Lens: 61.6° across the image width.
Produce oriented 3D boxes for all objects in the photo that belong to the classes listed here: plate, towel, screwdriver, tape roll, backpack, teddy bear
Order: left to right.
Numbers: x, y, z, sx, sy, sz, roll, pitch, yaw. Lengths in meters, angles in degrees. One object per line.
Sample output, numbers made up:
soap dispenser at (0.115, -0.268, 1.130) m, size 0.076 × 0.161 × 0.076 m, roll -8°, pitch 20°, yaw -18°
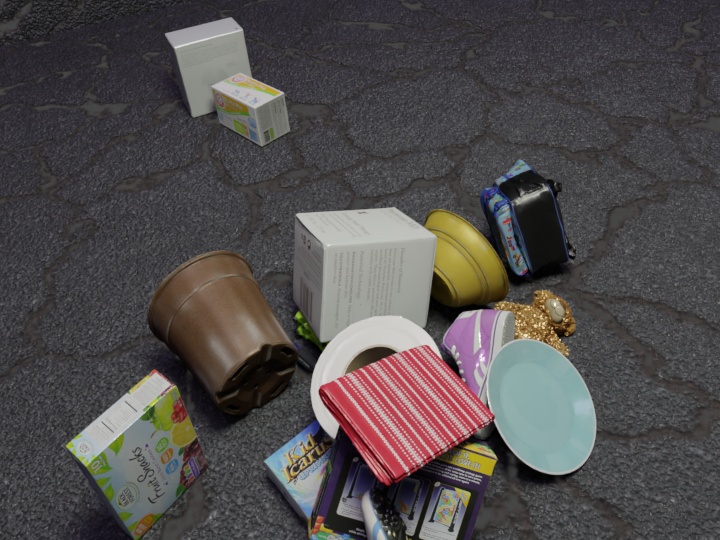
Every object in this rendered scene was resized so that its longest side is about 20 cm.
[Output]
screwdriver at (-0.132, 0.121, 1.066) m, size 0.028 × 0.030 × 0.199 m, roll -34°, pitch 56°, yaw -28°
tape roll at (0.030, 0.169, 0.869) m, size 0.197 × 0.071 × 0.206 m, roll -11°, pitch 53°, yaw 15°
towel at (0.058, 0.166, 0.737) m, size 0.197 × 0.023 × 0.145 m, roll -13°, pitch 48°, yaw -42°
backpack at (0.310, -0.110, 1.170) m, size 0.132 × 0.185 × 0.201 m, roll -22°, pitch 29°, yaw 5°
teddy bear at (0.284, 0.102, 1.024) m, size 0.195 × 0.068 × 0.146 m, roll -16°, pitch 46°, yaw -10°
plate at (0.266, 0.202, 0.904) m, size 0.195 × 0.026 × 0.205 m, roll 11°, pitch 60°, yaw -20°

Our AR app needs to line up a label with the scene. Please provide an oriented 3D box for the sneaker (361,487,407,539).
sneaker at (0.032, 0.354, 0.703) m, size 0.071 × 0.205 × 0.072 m, roll -16°, pitch 6°, yaw 11°

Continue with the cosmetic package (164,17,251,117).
cosmetic package at (-0.418, -0.573, 1.700) m, size 0.195 × 0.203 × 0.123 m, roll -21°, pitch 45°, yaw -18°

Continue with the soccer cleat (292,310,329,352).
soccer cleat at (-0.039, 0.120, 1.040) m, size 0.080 × 0.069 × 0.199 m, roll -25°, pitch 45°, yaw -29°

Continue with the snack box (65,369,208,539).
snack box at (-0.293, 0.254, 0.820) m, size 0.052 × 0.203 × 0.142 m, roll 26°, pitch 51°, yaw 29°

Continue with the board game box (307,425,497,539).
board game box at (0.050, 0.274, 0.757) m, size 0.195 × 0.169 × 0.057 m, roll 19°, pitch 3°, yaw -6°

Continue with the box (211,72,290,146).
box at (-0.292, -0.430, 1.603) m, size 0.101 × 0.114 × 0.198 m, roll -36°, pitch 50°, yaw -30°

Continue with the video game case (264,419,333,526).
video game case at (-0.010, 0.285, 0.876) m, size 0.198 × 0.046 × 0.180 m, roll -33°, pitch 49°, yaw -26°

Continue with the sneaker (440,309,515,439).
sneaker at (0.176, 0.160, 0.962) m, size 0.112 × 0.073 × 0.205 m, roll 1°, pitch 63°, yaw 33°

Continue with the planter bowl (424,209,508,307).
planter bowl at (0.157, 0.001, 1.058) m, size 0.083 × 0.202 × 0.199 m, roll -39°, pitch 52°, yaw -17°

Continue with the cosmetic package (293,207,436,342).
cosmetic package at (0.000, 0.000, 1.031) m, size 0.195 × 0.171 × 0.167 m, roll -6°, pitch 24°, yaw -23°

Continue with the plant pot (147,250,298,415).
plant pot at (-0.212, 0.109, 0.983) m, size 0.198 × 0.203 × 0.198 m, roll -29°, pitch 55°, yaw -24°
